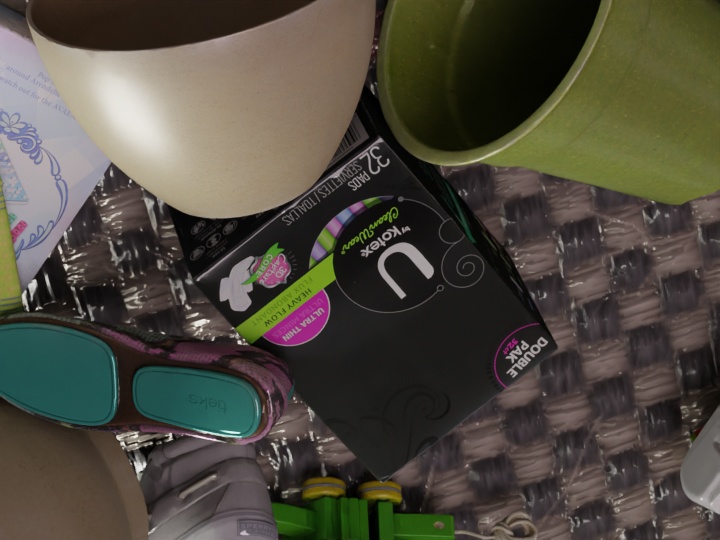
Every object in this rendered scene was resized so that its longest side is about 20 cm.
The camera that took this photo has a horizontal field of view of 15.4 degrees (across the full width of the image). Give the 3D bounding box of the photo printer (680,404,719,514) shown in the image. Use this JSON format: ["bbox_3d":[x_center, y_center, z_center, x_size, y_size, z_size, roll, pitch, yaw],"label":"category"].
[{"bbox_3d":[0.337,0.122,1.782,0.200,0.069,0.167,26,108,-25],"label":"photo printer"}]

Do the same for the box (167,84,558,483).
[{"bbox_3d":[0.000,0.000,1.654,0.148,0.124,0.200,-37,121,8],"label":"box"}]

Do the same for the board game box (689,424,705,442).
[{"bbox_3d":[0.340,0.100,1.840,0.200,0.048,0.102,-36,120,6],"label":"board game box"}]

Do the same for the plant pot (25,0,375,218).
[{"bbox_3d":[-0.079,-0.110,1.528,0.200,0.200,0.135,-15,119,-6],"label":"plant pot"}]

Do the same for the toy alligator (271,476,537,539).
[{"bbox_3d":[0.018,0.178,1.796,0.199,0.060,0.054,5,156,-17],"label":"toy alligator"}]

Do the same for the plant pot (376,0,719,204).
[{"bbox_3d":[0.144,-0.126,1.606,0.190,0.200,0.200,24,110,-38],"label":"plant pot"}]

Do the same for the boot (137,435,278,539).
[{"bbox_3d":[-0.129,0.173,1.740,0.073,0.096,0.200,21,139,-41],"label":"boot"}]

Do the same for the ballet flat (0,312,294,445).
[{"bbox_3d":[-0.133,0.062,1.603,0.199,0.071,0.069,8,107,17],"label":"ballet flat"}]

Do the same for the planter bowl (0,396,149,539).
[{"bbox_3d":[-0.217,0.155,1.656,0.135,0.200,0.201,-28,124,-29],"label":"planter bowl"}]

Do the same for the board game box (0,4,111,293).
[{"bbox_3d":[-0.262,-0.072,1.593,0.200,0.043,0.199,28,109,-26],"label":"board game box"}]

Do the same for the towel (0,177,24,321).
[{"bbox_3d":[-0.305,0.012,1.592,0.199,0.023,0.144,-10,120,-9],"label":"towel"}]
